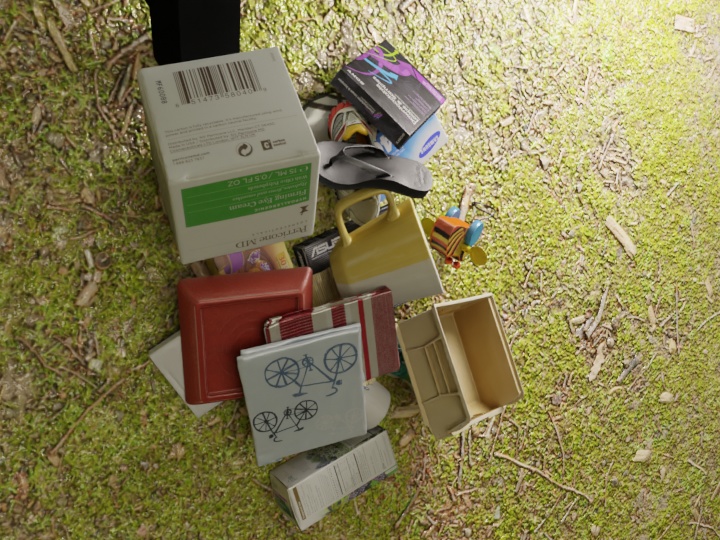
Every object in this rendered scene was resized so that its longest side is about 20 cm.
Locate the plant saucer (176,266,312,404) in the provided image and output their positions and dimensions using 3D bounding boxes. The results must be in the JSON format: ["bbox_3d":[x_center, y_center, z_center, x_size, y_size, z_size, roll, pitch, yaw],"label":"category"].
[{"bbox_3d":[-0.160,0.103,1.124,0.194,0.037,0.205,-6,115,-16],"label":"plant saucer"}]

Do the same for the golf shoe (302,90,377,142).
[{"bbox_3d":[-0.021,-0.234,1.213,0.198,0.095,0.079,-32,153,-21],"label":"golf shoe"}]

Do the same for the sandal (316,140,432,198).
[{"bbox_3d":[0.015,-0.151,1.096,0.195,0.043,0.078,4,56,-23],"label":"sandal"}]

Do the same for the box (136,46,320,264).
[{"bbox_3d":[-0.174,-0.153,1.032,0.194,0.173,0.203,-14,60,-15],"label":"box"}]

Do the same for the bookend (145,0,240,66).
[{"bbox_3d":[-0.248,-0.369,1.059,0.091,0.200,0.202,-24,151,-25],"label":"bookend"}]

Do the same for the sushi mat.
[{"bbox_3d":[-0.040,0.101,1.215,0.095,0.012,0.205,-25,98,-41],"label":"sushi mat"}]

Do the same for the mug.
[{"bbox_3d":[0.028,-0.030,1.192,0.150,0.149,0.191,-20,92,7],"label":"mug"}]

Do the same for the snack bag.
[{"bbox_3d":[-0.077,0.184,1.137,0.184,0.021,0.205,-13,119,-13],"label":"snack bag"}]

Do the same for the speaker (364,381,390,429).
[{"bbox_3d":[-0.040,0.177,1.262,0.199,0.081,0.082,40,76,-29],"label":"speaker"}]

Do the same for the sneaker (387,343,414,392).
[{"bbox_3d":[0.098,0.166,1.345,0.198,0.079,0.079,36,78,-28],"label":"sneaker"}]

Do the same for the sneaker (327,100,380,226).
[{"bbox_3d":[-0.008,-0.150,1.186,0.076,0.083,0.203,-16,128,-4],"label":"sneaker"}]

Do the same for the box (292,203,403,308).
[{"bbox_3d":[0.000,0.000,1.288,0.197,0.044,0.164,-24,108,-26],"label":"box"}]

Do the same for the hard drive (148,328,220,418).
[{"bbox_3d":[-0.194,0.114,1.152,0.198,0.025,0.133,-33,118,-3],"label":"hard drive"}]

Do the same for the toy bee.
[{"bbox_3d":[0.175,-0.047,1.353,0.197,0.131,0.111,0,120,-41],"label":"toy bee"}]

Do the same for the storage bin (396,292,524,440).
[{"bbox_3d":[0.171,0.157,1.304,0.198,0.092,0.203,-6,76,-54],"label":"storage bin"}]

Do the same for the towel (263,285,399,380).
[{"bbox_3d":[-0.039,0.112,1.140,0.195,0.023,0.147,-15,119,-14],"label":"towel"}]

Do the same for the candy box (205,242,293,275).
[{"bbox_3d":[-0.180,-0.043,1.170,0.115,0.056,0.204,-27,110,-23],"label":"candy box"}]

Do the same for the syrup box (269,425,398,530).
[{"bbox_3d":[-0.044,0.331,1.279,0.197,0.078,0.083,-26,108,-26],"label":"syrup box"}]

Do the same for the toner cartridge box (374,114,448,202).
[{"bbox_3d":[0.052,-0.198,1.298,0.200,0.043,0.096,-43,116,-19],"label":"toner cartridge box"}]

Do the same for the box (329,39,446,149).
[{"bbox_3d":[0.049,-0.277,1.202,0.143,0.036,0.200,43,37,-3],"label":"box"}]
